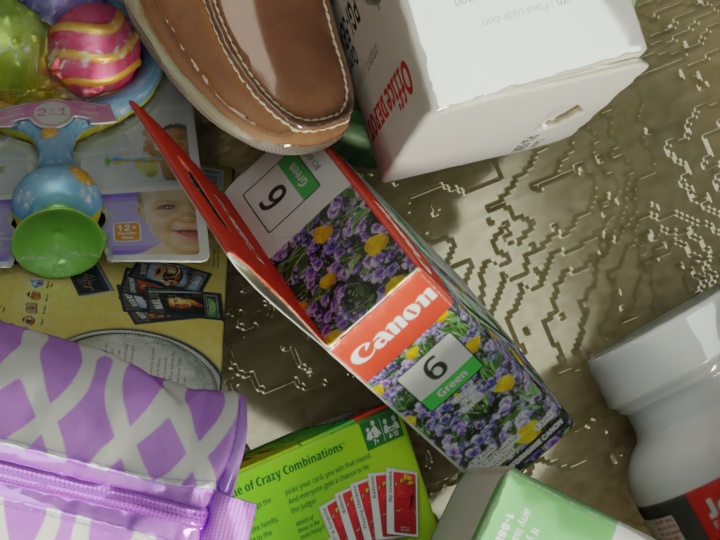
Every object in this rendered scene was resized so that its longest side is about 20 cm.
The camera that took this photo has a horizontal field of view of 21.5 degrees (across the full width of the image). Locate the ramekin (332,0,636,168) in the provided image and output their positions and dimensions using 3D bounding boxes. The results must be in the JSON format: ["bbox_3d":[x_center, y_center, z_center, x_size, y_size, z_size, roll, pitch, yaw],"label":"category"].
[{"bbox_3d":[0.017,-0.140,0.832,0.198,0.098,0.202,1,82,-8],"label":"ramekin"}]

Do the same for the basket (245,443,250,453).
[{"bbox_3d":[-0.115,0.156,0.789,0.142,0.149,0.202,-7,81,-43],"label":"basket"}]

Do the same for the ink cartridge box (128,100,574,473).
[{"bbox_3d":[0.000,0.000,0.748,0.050,0.200,0.109,-41,45,5],"label":"ink cartridge box"}]

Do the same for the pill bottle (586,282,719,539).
[{"bbox_3d":[0.185,0.105,0.813,0.115,0.116,0.201,-29,87,-11],"label":"pill bottle"}]

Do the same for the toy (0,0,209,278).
[{"bbox_3d":[-0.126,-0.084,0.777,0.114,0.047,0.201,-2,49,-9],"label":"toy"}]

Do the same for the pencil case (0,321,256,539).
[{"bbox_3d":[-0.134,0.054,0.613,0.198,0.085,0.085,13,82,-8],"label":"pencil case"}]

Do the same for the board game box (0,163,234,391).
[{"bbox_3d":[-0.120,0.010,0.752,0.134,0.200,0.035,9,120,-7],"label":"board game box"}]

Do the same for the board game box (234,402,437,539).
[{"bbox_3d":[-0.052,0.129,0.720,0.199,0.047,0.102,-19,90,-44],"label":"board game box"}]

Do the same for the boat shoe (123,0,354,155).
[{"bbox_3d":[-0.056,-0.139,0.720,0.075,0.072,0.201,-23,81,-36],"label":"boat shoe"}]

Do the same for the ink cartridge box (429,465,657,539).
[{"bbox_3d":[0.103,0.180,0.695,0.199,0.087,0.146,28,79,-6],"label":"ink cartridge box"}]

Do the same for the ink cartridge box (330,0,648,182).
[{"bbox_3d":[0.025,-0.146,0.709,0.082,0.147,0.201,-16,84,-8],"label":"ink cartridge box"}]
